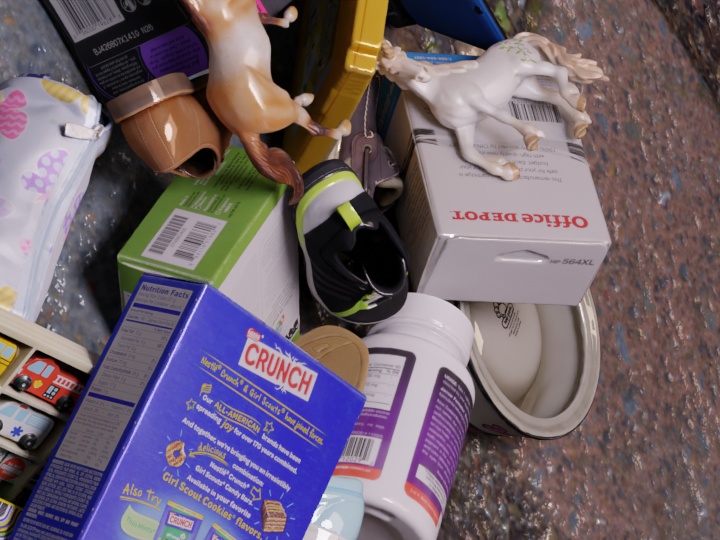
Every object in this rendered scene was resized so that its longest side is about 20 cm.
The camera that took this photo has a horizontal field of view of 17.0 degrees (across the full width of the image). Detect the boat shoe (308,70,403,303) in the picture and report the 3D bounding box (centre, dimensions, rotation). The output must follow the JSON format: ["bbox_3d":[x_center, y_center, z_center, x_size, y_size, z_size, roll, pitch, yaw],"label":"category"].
[{"bbox_3d":[0.002,-0.067,1.885,0.072,0.065,0.201,77,21,-65],"label":"boat shoe"}]

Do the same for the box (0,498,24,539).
[{"bbox_3d":[-0.214,0.200,1.537,0.200,0.064,0.070,33,54,-42],"label":"box"}]

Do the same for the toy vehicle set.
[{"bbox_3d":[-0.222,0.096,1.525,0.200,0.124,0.027,29,14,-43],"label":"toy vehicle set"}]

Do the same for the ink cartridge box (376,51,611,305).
[{"bbox_3d":[0.101,-0.074,1.918,0.146,0.084,0.200,3,51,-17],"label":"ink cartridge box"}]

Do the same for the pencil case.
[{"bbox_3d":[-0.228,-0.032,1.577,0.083,0.090,0.200,73,29,-51],"label":"pencil case"}]

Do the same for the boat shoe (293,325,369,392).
[{"bbox_3d":[-0.059,0.131,1.739,0.074,0.069,0.200,29,65,5],"label":"boat shoe"}]

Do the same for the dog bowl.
[{"bbox_3d":[0.115,0.048,2.000,0.200,0.074,0.201,20,63,-46],"label":"dog bowl"}]

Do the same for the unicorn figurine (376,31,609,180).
[{"bbox_3d":[0.096,-0.140,1.877,0.137,0.074,0.200,42,34,19],"label":"unicorn figurine"}]

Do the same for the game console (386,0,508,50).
[{"bbox_3d":[0.045,-0.285,1.944,0.200,0.118,0.171,53,36,-52],"label":"game console"}]

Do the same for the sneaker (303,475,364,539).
[{"bbox_3d":[-0.090,0.140,1.656,0.200,0.074,0.082,25,64,-9],"label":"sneaker"}]

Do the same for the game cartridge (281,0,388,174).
[{"bbox_3d":[-0.015,-0.183,1.826,0.032,0.200,0.177,13,62,-10],"label":"game cartridge"}]

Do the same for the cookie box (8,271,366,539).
[{"bbox_3d":[-0.107,0.128,1.532,0.171,0.075,0.200,38,72,-40],"label":"cookie box"}]

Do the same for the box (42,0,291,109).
[{"bbox_3d":[-0.120,-0.220,1.751,0.106,0.122,0.200,60,39,-15],"label":"box"}]

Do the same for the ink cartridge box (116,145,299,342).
[{"bbox_3d":[-0.105,0.032,1.736,0.148,0.076,0.200,-58,156,-45],"label":"ink cartridge box"}]

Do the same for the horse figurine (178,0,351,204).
[{"bbox_3d":[-0.073,-0.145,1.645,0.132,0.050,0.201,-9,84,-52],"label":"horse figurine"}]

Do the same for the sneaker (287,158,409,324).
[{"bbox_3d":[0.000,0.000,1.746,0.083,0.072,0.200,50,-5,32],"label":"sneaker"}]

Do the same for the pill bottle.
[{"bbox_3d":[0.025,0.119,1.829,0.111,0.111,0.200,46,46,-32],"label":"pill bottle"}]

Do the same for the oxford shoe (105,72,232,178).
[{"bbox_3d":[-0.116,-0.099,1.674,0.071,0.071,0.200,65,20,-1],"label":"oxford shoe"}]
